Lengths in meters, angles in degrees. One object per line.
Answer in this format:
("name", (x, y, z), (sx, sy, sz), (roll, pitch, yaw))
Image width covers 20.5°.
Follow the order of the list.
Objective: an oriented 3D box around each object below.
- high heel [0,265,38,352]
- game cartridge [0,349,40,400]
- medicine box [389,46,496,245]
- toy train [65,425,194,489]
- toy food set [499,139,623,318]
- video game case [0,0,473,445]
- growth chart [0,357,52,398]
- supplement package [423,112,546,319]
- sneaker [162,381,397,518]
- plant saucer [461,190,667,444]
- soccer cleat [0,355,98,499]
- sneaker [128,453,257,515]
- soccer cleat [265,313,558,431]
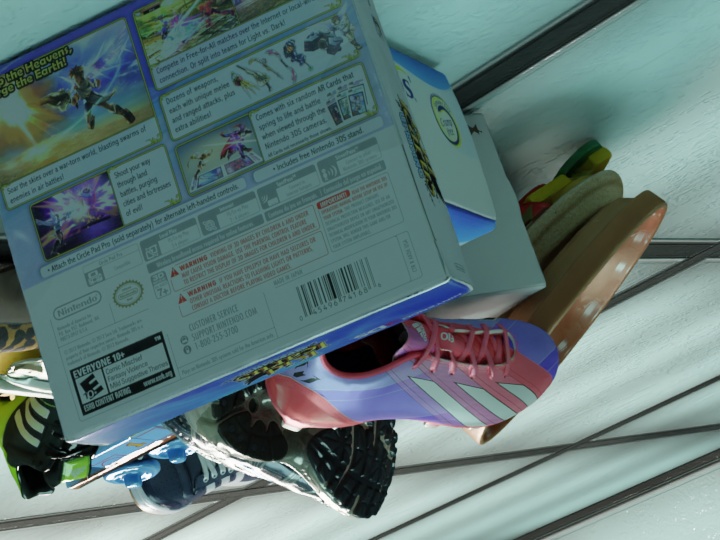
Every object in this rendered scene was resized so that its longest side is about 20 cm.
("high heel", (-0.255, 0.041, 1.180), (0.199, 0.072, 0.143), (-24, 161, -19))
("game cartridge", (-0.276, 0.066, 1.345), (0.199, 0.033, 0.176), (1, 155, -47))
("medicine box", (-0.056, -0.042, 1.083), (0.199, 0.104, 0.182), (-24, 165, 22))
("toy train", (-0.170, 0.105, 1.518), (0.199, 0.088, 0.114), (-27, 154, 35))
("toy food set", (0.113, 0.006, 1.385), (0.197, 0.049, 0.201), (-32, 155, -44))
("video game case", (-0.069, -0.040, 0.917), (0.198, 0.183, 0.045), (-23, 166, 15))
("growth chart", (-0.096, 0.033, 1.063), (0.198, 0.018, 0.145), (-23, 166, 14))
("supplement package", (0.000, 0.000, 1.263), (0.119, 0.122, 0.200), (-8, 161, -37))
("sneaker", (-0.052, 0.094, 1.222), (0.086, 0.078, 0.200), (3, 159, 39))
("plant saucer", (0.130, 0.027, 1.309), (0.201, 0.032, 0.200), (-50, 169, -13))
("soccer cleat", (-0.192, 0.095, 1.325), (0.067, 0.082, 0.200), (-9, 162, -30))
("sneaker", (-0.119, 0.167, 1.811), (0.108, 0.071, 0.199), (-23, 173, 33))
("soccer cleat", (0.039, 0.051, 1.141), (0.198, 0.067, 0.077), (-3, 146, -29))
